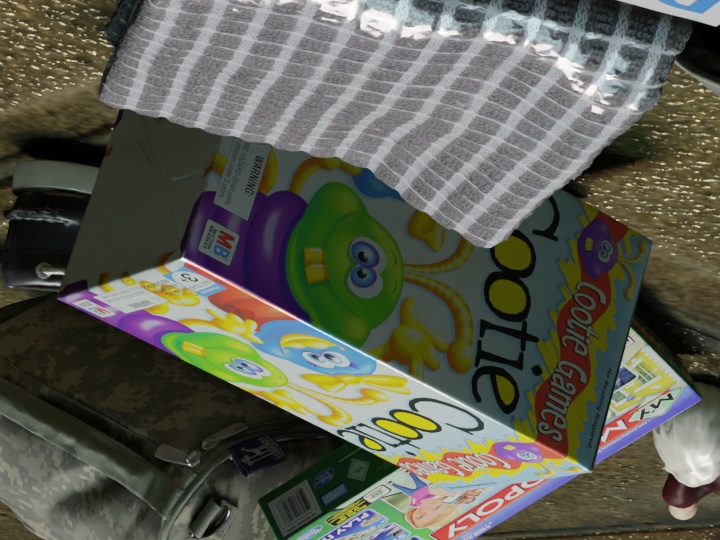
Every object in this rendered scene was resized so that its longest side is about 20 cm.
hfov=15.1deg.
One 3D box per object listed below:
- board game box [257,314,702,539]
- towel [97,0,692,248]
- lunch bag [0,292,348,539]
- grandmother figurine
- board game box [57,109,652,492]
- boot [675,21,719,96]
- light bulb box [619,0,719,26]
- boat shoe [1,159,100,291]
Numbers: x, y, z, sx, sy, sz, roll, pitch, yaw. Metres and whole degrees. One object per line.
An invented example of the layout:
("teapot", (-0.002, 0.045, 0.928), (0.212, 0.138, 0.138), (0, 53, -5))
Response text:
("board game box", (0.062, 0.087, 1.343), (0.199, 0.029, 0.135), (-33, 152, 10))
("towel", (0.005, -0.081, 0.872), (0.164, 0.086, 0.200), (13, 165, -9))
("lunch bag", (-0.108, 0.098, 1.405), (0.199, 0.140, 0.167), (26, -178, 33))
("grandmother figurine", (0.219, 0.109, 1.495), (0.121, 0.061, 0.200), (-29, 145, 22))
("board game box", (0.000, 0.000, 1.076), (0.199, 0.104, 0.105), (27, 157, -27))
("boot", (0.220, -0.050, 0.911), (0.181, 0.073, 0.200), (-3, 154, 32))
("light bulb box", (0.027, -0.154, 0.519), (0.197, 0.126, 0.200), (13, 164, -13))
("boat shoe", (-0.069, 0.001, 1.245), (0.199, 0.061, 0.074), (15, 170, -25))
